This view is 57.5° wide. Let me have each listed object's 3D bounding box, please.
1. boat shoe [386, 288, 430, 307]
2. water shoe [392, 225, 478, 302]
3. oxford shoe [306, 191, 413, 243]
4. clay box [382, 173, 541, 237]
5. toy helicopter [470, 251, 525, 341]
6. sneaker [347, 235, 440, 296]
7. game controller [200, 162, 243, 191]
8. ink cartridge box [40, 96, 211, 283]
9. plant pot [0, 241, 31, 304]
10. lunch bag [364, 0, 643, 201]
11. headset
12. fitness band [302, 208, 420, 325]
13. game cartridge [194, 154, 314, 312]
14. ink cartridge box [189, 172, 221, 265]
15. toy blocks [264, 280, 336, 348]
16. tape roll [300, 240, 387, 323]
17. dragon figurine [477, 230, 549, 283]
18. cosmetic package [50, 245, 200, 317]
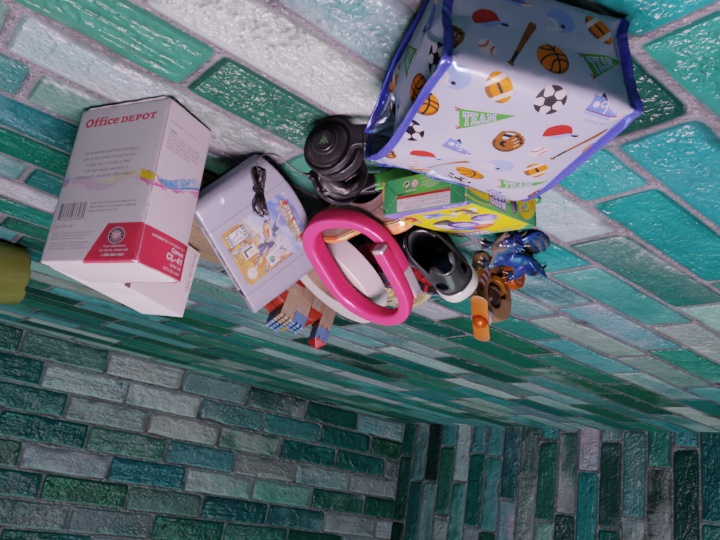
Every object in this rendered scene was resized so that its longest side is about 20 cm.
[{"bbox_3d":[0.051,0.030,1.175,0.066,0.074,0.200,16,161,-35],"label":"boat shoe"},{"bbox_3d":[0.088,-0.038,0.875,0.079,0.071,0.200,50,179,-39],"label":"water shoe"},{"bbox_3d":[-0.013,-0.088,0.898,0.200,0.071,0.073,-7,132,39],"label":"oxford shoe"},{"bbox_3d":[0.132,-0.077,0.802,0.115,0.048,0.200,-6,169,40],"label":"clay box"},{"bbox_3d":[0.175,0.027,1.016,0.079,0.133,0.200,-11,152,41],"label":"toy helicopter"},{"bbox_3d":[0.069,-0.006,1.082,0.199,0.080,0.096,18,168,4],"label":"sneaker"},{"bbox_3d":[-0.148,-0.057,0.915,0.104,0.042,0.200,-30,132,-4],"label":"game controller"},{"bbox_3d":[-0.272,-0.090,0.776,0.147,0.201,0.086,0,160,25],"label":"ink cartridge box"},{"bbox_3d":[-0.804,0.002,1.365,0.190,0.201,0.200,11,165,-43],"label":"plant pot"},{"bbox_3d":[0.107,-0.141,0.570,0.170,0.124,0.200,12,154,-12],"label":"lunch bag"},{"bbox_3d":[-0.028,-0.112,0.763,0.199,0.094,0.124,-4,160,3],"label":"headset"},{"bbox_3d":[0.000,0.000,0.902,0.143,0.037,0.200,2,136,36],"label":"fitness band"},{"bbox_3d":[-0.134,-0.049,0.886,0.042,0.133,0.200,39,160,45],"label":"game cartridge"},{"bbox_3d":[-0.245,-0.082,0.984,0.200,0.075,0.165,23,158,-37],"label":"ink cartridge box"},{"bbox_3d":[-0.118,0.055,1.163,0.200,0.137,0.100,36,136,-21],"label":"toy blocks"},{"bbox_3d":[-0.046,0.003,1.051,0.203,0.037,0.203,35,157,17],"label":"tape roll"},{"bbox_3d":[0.240,-0.022,0.955,0.200,0.059,0.099,25,157,-35],"label":"dragon figurine"},{"bbox_3d":[-0.324,-0.016,0.931,0.081,0.113,0.200,3,161,23],"label":"cosmetic package"}]
